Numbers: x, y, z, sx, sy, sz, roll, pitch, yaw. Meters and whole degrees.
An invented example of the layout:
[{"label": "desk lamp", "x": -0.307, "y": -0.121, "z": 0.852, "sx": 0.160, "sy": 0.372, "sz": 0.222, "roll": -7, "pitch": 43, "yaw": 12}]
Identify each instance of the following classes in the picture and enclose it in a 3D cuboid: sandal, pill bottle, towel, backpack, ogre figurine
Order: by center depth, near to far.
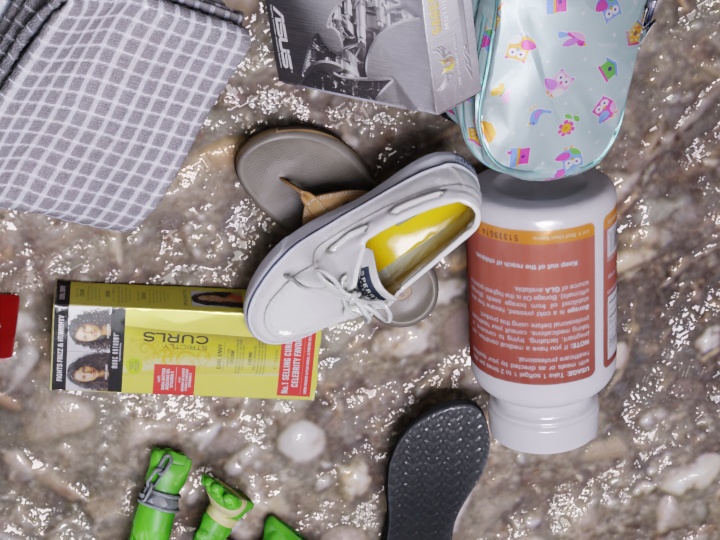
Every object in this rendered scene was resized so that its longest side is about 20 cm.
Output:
[{"label": "towel", "x": -0.183, "y": -0.122, "z": 1.185, "sx": 0.165, "sy": 0.086, "sz": 0.200, "roll": 12, "pitch": 126, "yaw": -37}, {"label": "backpack", "x": 0.120, "y": -0.166, "z": 1.223, "sx": 0.165, "sy": 0.127, "sz": 0.201, "roll": 4, "pitch": 116, "yaw": -13}, {"label": "sandal", "x": -0.011, "y": -0.027, "z": 1.306, "sx": 0.081, "sy": 0.055, "sz": 0.200, "roll": -35, "pitch": 113, "yaw": 8}, {"label": "pill bottle", "x": 0.134, "y": 0.028, "z": 1.318, "sx": 0.111, "sy": 0.112, "sz": 0.202, "roll": -5, "pitch": 114, "yaw": -5}, {"label": "ogre figurine", "x": -0.106, "y": 0.239, "z": 1.395, "sx": 0.200, "sy": 0.098, "sz": 0.120, "roll": 37, "pitch": 87, "yaw": -36}, {"label": "sandal", "x": 0.050, "y": 0.173, "z": 1.413, "sx": 0.075, "sy": 0.048, "sz": 0.202, "roll": 7, "pitch": 125, "yaw": -11}]

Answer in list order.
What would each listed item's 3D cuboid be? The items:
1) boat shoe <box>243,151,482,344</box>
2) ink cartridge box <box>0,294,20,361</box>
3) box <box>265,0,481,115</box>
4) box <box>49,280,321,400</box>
[{"label": "boat shoe", "x": 0.003, "y": 0.003, "z": 1.244, "sx": 0.201, "sy": 0.086, "sz": 0.075, "roll": -32, "pitch": 121, "yaw": 13}, {"label": "ink cartridge box", "x": -0.342, "y": 0.013, "z": 1.248, "sx": 0.198, "sy": 0.116, "sz": 0.068, "roll": 0, "pitch": 113, "yaw": -8}, {"label": "box", "x": -0.002, "y": -0.213, "z": 1.173, "sx": 0.048, "sy": 0.158, "sz": 0.201, "roll": -28, "pitch": 122, "yaw": -36}, {"label": "box", "x": -0.131, "y": 0.053, "z": 1.328, "sx": 0.198, "sy": 0.050, "sz": 0.076, "roll": 4, "pitch": 112, "yaw": -10}]
